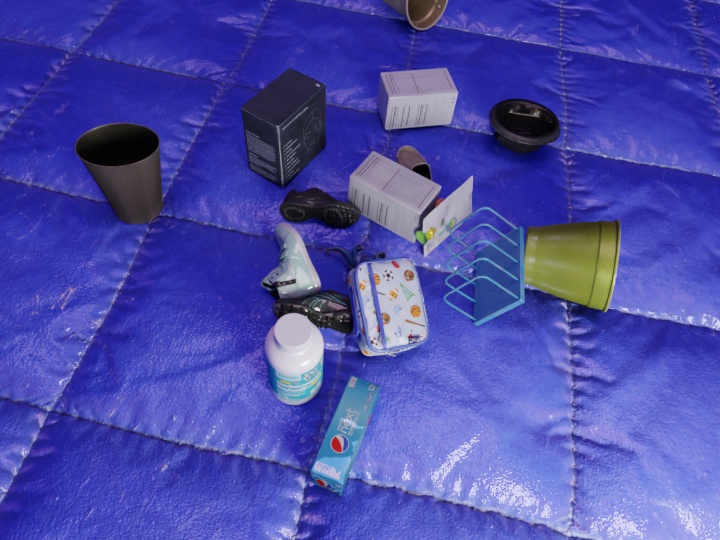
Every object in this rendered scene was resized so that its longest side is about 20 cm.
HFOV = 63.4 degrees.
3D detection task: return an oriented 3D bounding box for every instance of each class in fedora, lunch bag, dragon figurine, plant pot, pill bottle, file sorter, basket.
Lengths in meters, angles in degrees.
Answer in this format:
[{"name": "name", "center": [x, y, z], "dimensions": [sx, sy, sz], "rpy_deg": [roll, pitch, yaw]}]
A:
[{"name": "fedora", "center": [0.445, -0.385, 1.610], "dimensions": [0.196, 0.092, 0.203], "rpy_deg": [2, 54, -3]}, {"name": "lunch bag", "center": [0.053, 0.078, 1.210], "dimensions": [0.157, 0.075, 0.204], "rpy_deg": [-5, 77, -25]}, {"name": "dragon figurine", "center": [0.000, 0.000, 1.315], "dimensions": [0.197, 0.059, 0.100], "rpy_deg": [19, 54, 7]}, {"name": "plant pot", "center": [0.166, -0.930, 1.935], "dimensions": [0.199, 0.203, 0.183], "rpy_deg": [-31, 50, -24]}, {"name": "pill bottle", "center": [-0.124, 0.164, 1.099], "dimensions": [0.108, 0.202, 0.112], "rpy_deg": [2, 53, -3]}, {"name": "plant pot", "center": [0.461, -0.024, 1.305], "dimensions": [0.189, 0.202, 0.203], "rpy_deg": [9, 53, 16]}, {"name": "file sorter", "center": [0.265, -0.013, 1.273], "dimensions": [0.122, 0.138, 0.203], "rpy_deg": [29, 50, -23]}, {"name": "basket", "center": [-0.528, -0.214, 1.336], "dimensions": [0.176, 0.201, 0.138], "rpy_deg": [-3, 54, -6]}]

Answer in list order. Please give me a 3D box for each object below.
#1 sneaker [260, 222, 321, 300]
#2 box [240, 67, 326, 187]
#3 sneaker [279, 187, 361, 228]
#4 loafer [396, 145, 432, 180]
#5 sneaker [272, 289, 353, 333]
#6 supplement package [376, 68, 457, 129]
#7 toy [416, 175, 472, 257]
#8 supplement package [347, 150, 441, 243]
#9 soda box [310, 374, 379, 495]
[{"name": "sneaker", "center": [-0.179, -0.019, 1.301], "dimensions": [0.116, 0.074, 0.202], "rpy_deg": [-17, 60, -24]}, {"name": "box", "center": [-0.187, -0.360, 1.473], "dimensions": [0.123, 0.198, 0.201], "rpy_deg": [29, 56, 16]}, {"name": "sneaker", "center": [-0.094, -0.162, 1.419], "dimensions": [0.196, 0.077, 0.092], "rpy_deg": [10, 46, -1]}, {"name": "loafer", "center": [0.148, -0.258, 1.508], "dimensions": [0.074, 0.069, 0.202], "rpy_deg": [-13, 56, -14]}, {"name": "sneaker", "center": [-0.090, 0.084, 1.250], "dimensions": [0.196, 0.076, 0.080], "rpy_deg": [9, 43, -9]}, {"name": "supplement package", "center": [0.155, -0.482, 1.635], "dimensions": [0.196, 0.110, 0.115], "rpy_deg": [-7, 55, -10]}, {"name": "toy", "center": [0.199, -0.136, 1.402], "dimensions": [0.047, 0.116, 0.200], "rpy_deg": [26, 54, 30]}, {"name": "supplement package", "center": [0.079, -0.180, 1.420], "dimensions": [0.198, 0.110, 0.114], "rpy_deg": [30, 57, 16]}, {"name": "soda box", "center": [-0.027, 0.304, 1.089], "dimensions": [0.063, 0.068, 0.202], "rpy_deg": [19, 55, 10]}]
